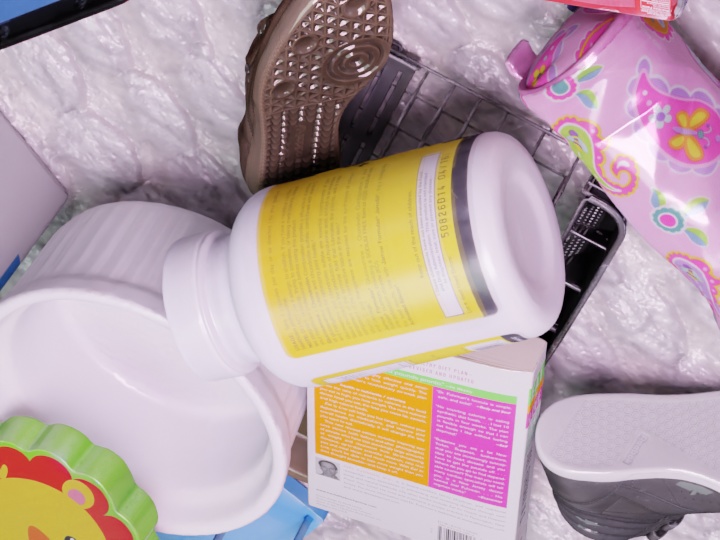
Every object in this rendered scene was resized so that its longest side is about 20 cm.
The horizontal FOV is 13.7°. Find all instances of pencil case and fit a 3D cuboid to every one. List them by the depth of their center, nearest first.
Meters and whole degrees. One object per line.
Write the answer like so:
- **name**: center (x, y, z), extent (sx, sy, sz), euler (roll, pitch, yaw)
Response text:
- **pencil case**: center (0.167, -0.056, 1.578), extent (0.087, 0.088, 0.200), euler (-28, 112, 40)

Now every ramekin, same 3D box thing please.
- **ramekin**: center (-0.121, 0.053, 1.765), extent (0.200, 0.098, 0.201), euler (14, 138, 13)

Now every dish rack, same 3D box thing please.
- **dish rack**: center (0.044, -0.042, 1.683), extent (0.200, 0.055, 0.154), euler (29, 134, 1)

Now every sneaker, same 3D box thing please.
- **sneaker**: center (-0.036, -0.113, 1.601), extent (0.070, 0.076, 0.200), euler (-8, 148, -20)
- **sneaker**: center (0.200, 0.118, 1.746), extent (0.199, 0.071, 0.099), euler (4, 154, 4)

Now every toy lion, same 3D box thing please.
- **toy lion**: center (-0.196, 0.176, 1.814), extent (0.200, 0.069, 0.192), euler (-17, 115, 37)

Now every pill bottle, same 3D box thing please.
- **pill bottle**: center (0.000, 0.000, 1.604), extent (0.200, 0.112, 0.112), euler (-13, 122, 22)

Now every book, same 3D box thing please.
- **book**: center (0.037, 0.092, 1.751), extent (0.133, 0.048, 0.200), euler (18, 143, 12)

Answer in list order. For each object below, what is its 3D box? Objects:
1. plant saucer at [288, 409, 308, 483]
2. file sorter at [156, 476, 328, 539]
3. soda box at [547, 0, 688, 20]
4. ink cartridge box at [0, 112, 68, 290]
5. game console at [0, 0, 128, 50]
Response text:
- **plant saucer**: center (-0.018, 0.057, 1.811), extent (0.200, 0.029, 0.200), euler (15, 136, 15)
- **file sorter**: center (-0.152, 0.159, 1.905), extent (0.200, 0.123, 0.139), euler (40, 134, -10)
- **soda box**: center (0.077, -0.184, 1.530), extent (0.200, 0.070, 0.064), euler (12, 132, 18)
- **ink cartridge box**: center (-0.296, -0.003, 1.816), extent (0.200, 0.145, 0.084), euler (-22, 115, 37)
- **game console**: center (-0.212, -0.219, 1.606), extent (0.200, 0.119, 0.173), euler (-16, 120, 35)
